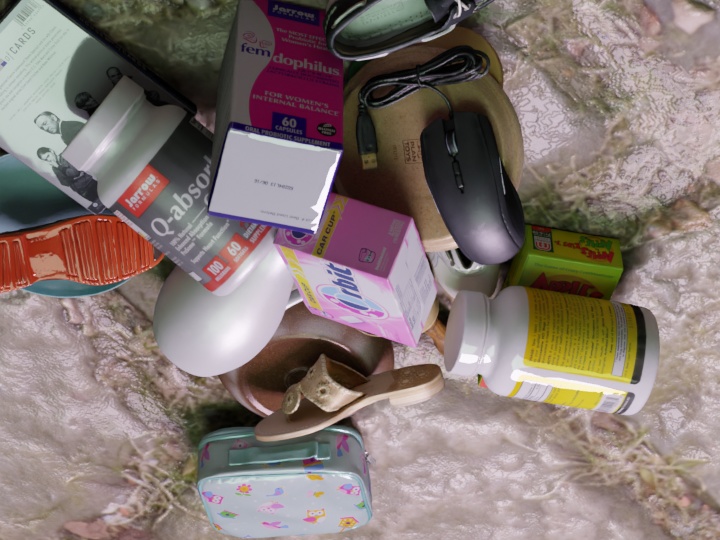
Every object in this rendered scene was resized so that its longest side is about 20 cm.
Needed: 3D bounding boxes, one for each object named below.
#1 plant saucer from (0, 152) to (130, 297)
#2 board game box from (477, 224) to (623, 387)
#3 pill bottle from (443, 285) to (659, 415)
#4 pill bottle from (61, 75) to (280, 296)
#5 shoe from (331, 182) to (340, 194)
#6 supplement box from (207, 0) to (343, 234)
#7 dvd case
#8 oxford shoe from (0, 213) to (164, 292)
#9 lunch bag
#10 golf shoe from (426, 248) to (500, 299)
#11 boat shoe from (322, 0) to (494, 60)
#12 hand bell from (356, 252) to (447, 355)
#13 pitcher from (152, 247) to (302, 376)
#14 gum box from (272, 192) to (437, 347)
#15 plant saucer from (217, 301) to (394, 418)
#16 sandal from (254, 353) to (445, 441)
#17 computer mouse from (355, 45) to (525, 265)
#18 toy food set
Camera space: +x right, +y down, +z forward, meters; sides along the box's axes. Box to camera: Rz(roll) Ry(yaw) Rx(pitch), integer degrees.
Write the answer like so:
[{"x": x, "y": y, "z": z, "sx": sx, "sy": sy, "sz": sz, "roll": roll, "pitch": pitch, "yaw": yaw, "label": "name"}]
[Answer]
[{"x": -0.306, "y": -0.053, "z": 1.748, "sx": 0.199, "sy": 0.027, "sz": 0.200, "roll": 1, "pitch": 134, "yaw": 1, "label": "plant saucer"}, {"x": 0.196, "y": 0.047, "z": 1.824, "sx": 0.101, "sy": 0.048, "sz": 0.200, "roll": 9, "pitch": 133, "yaw": -8, "label": "board game box"}, {"x": 0.190, "y": 0.077, "z": 1.742, "sx": 0.199, "sy": 0.113, "sz": 0.113, "roll": 10, "pitch": 133, "yaw": -9, "label": "pill bottle"}, {"x": -0.169, "y": -0.079, "z": 1.594, "sx": 0.200, "sy": 0.116, "sz": 0.116, "roll": 39, "pitch": 124, "yaw": -10, "label": "pill bottle"}, {"x": -0.037, "y": -0.080, "z": 1.689, "sx": 0.053, "sy": 0.070, "sz": 0.200, "roll": -37, "pitch": 123, "yaw": 26, "label": "shoe"}, {"x": -0.074, "y": -0.142, "z": 1.544, "sx": 0.101, "sy": 0.200, "sz": 0.104, "roll": 10, "pitch": 131, "yaw": -11, "label": "supplement box"}, {"x": -0.277, "y": -0.159, "z": 1.628, "sx": 0.200, "sy": 0.025, "sz": 0.150, "roll": 37, "pitch": 111, "yaw": -27, "label": "dvd case"}, {"x": -0.295, "y": -0.023, "z": 1.725, "sx": 0.199, "sy": 0.073, "sz": 0.071, "roll": -5, "pitch": 102, "yaw": -14, "label": "oxford shoe"}, {"x": -0.082, "y": 0.235, "z": 1.969, "sx": 0.199, "sy": 0.077, "sz": 0.161, "roll": -5, "pitch": 143, "yaw": 5, "label": "lunch bag"}, {"x": 0.098, "y": -0.021, "z": 1.729, "sx": 0.078, "sy": 0.097, "sz": 0.200, "roll": -10, "pitch": 134, "yaw": 7, "label": "golf shoe"}, {"x": 0.062, "y": -0.235, "z": 1.510, "sx": 0.200, "sy": 0.060, "sz": 0.076, "roll": -24, "pitch": 122, "yaw": 18, "label": "boat shoe"}, {"x": 0.073, "y": 0.055, "z": 1.814, "sx": 0.104, "sy": 0.104, "sz": 0.200, "roll": -22, "pitch": 148, "yaw": 20, "label": "hand bell"}, {"x": -0.103, "y": 0.019, "z": 1.765, "sx": 0.171, "sy": 0.121, "sz": 0.200, "roll": 21, "pitch": 120, "yaw": -38, "label": "pitcher"}, {"x": 0.000, "y": 0.000, "z": 1.631, "sx": 0.113, "sy": 0.066, "sz": 0.200, "roll": 17, "pitch": 162, "yaw": 16, "label": "gum box"}, {"x": -0.062, "y": 0.110, "z": 1.894, "sx": 0.200, "sy": 0.037, "sz": 0.201, "roll": 0, "pitch": 134, "yaw": 0, "label": "plant saucer"}, {"x": -0.020, "y": 0.116, "z": 1.841, "sx": 0.211, "sy": 0.078, "sz": 0.070, "roll": -15, "pitch": 112, "yaw": 6, "label": "sandal"}, {"x": 0.064, "y": -0.093, "z": 1.564, "sx": 0.140, "sy": 0.046, "sz": 0.201, "roll": -10, "pitch": 98, "yaw": 22, "label": "computer mouse"}, {"x": 0.057, "y": -0.116, "z": 1.614, "sx": 0.198, "sy": 0.049, "sz": 0.200, "roll": -20, "pitch": 95, "yaw": 24, "label": "toy food set"}]
